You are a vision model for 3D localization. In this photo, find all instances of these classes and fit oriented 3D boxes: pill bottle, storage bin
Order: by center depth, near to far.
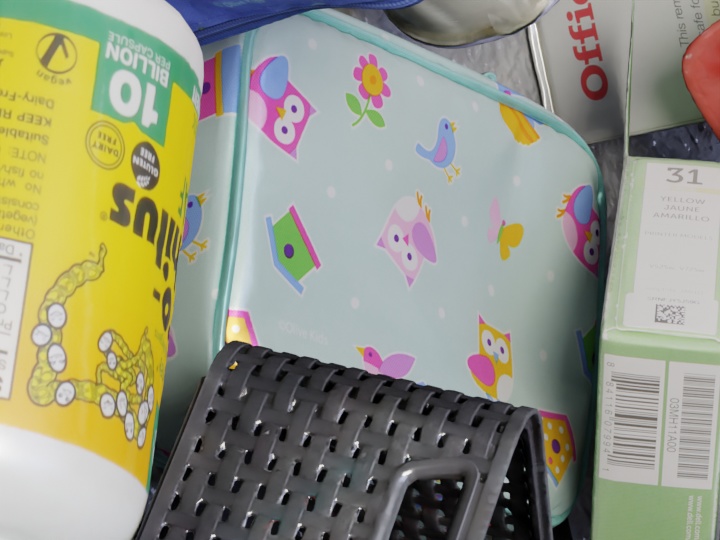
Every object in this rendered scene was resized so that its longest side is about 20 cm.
[{"bbox_3d":[-0.109,0.021,0.815,0.113,0.112,0.201,28,60,-44],"label":"pill bottle"},{"bbox_3d":[-0.005,0.129,0.866,0.200,0.093,0.136,82,25,-55],"label":"storage bin"}]

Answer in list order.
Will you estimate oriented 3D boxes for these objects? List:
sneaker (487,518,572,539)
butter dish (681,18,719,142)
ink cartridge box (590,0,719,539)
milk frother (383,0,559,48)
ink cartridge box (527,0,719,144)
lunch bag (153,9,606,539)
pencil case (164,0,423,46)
[{"bbox_3d":[0.087,0.168,1.047,0.074,0.088,0.201,-5,85,-49],"label":"sneaker"},{"bbox_3d":[0.217,-0.010,0.982,0.200,0.199,0.148,52,37,-16],"label":"butter dish"},{"bbox_3d":[0.108,0.019,1.044,0.200,0.048,0.146,-75,167,-51],"label":"ink cartridge box"},{"bbox_3d":[0.029,-0.202,0.966,0.188,0.199,0.181,32,55,-43],"label":"milk frother"},{"bbox_3d":[0.160,-0.136,1.114,0.083,0.199,0.146,-13,92,-54],"label":"ink cartridge box"},{"bbox_3d":[0.000,0.000,0.983,0.200,0.077,0.161,22,64,-47],"label":"lunch bag"},{"bbox_3d":[-0.042,-0.103,0.861,0.078,0.200,0.087,-14,92,-44],"label":"pencil case"}]
